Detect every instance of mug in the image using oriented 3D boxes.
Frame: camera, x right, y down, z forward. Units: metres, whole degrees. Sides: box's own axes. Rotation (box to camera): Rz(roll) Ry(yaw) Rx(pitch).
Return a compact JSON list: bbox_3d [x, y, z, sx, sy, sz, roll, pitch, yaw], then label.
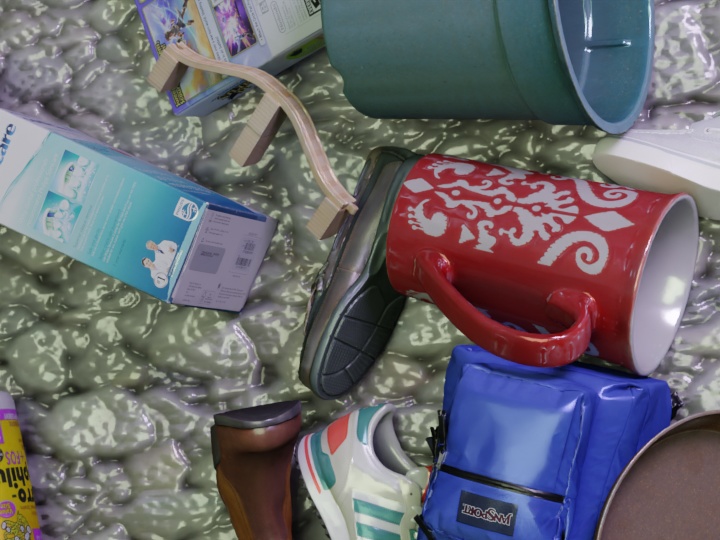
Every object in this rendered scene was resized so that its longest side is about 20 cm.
[{"bbox_3d":[0.121,-0.012,1.662,0.199,0.177,0.134,15,99,24],"label":"mug"}]

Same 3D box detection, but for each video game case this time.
[{"bbox_3d":[-0.100,-0.247,1.794,0.181,0.045,0.201,-26,78,32],"label":"video game case"}]

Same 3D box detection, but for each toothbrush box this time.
[{"bbox_3d":[-0.186,-0.045,1.783,0.199,0.146,0.086,23,94,20],"label":"toothbrush box"}]

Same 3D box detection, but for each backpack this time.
[{"bbox_3d":[0.115,0.163,1.655,0.162,0.168,0.201,13,94,29],"label":"backpack"}]

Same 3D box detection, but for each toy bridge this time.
[{"bbox_3d":[-0.074,-0.109,1.751,0.200,0.027,0.067,42,118,16],"label":"toy bridge"}]

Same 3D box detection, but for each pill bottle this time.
[{"bbox_3d":[-0.307,0.202,1.832,0.104,0.104,0.201,-15,83,18],"label":"pill bottle"}]

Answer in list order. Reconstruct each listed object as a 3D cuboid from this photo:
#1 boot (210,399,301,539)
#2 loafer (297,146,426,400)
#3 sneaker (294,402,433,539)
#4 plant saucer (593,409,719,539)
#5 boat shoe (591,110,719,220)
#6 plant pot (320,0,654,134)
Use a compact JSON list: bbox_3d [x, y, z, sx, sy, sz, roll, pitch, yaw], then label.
[{"bbox_3d":[-0.068,0.202,1.712,0.068,0.188,0.201,-8,80,-19],"label":"boot"},{"bbox_3d":[0.000,0.000,1.764,0.063,0.072,0.201,25,88,39],"label":"loafer"},{"bbox_3d":[0.031,0.192,1.730,0.093,0.070,0.200,-33,74,21],"label":"sneaker"},{"bbox_3d":[0.235,0.194,1.619,0.034,0.200,0.201,12,91,58],"label":"plant saucer"},{"bbox_3d":[0.269,-0.080,1.669,0.199,0.072,0.069,11,69,26],"label":"boat shoe"},{"bbox_3d":[0.089,-0.192,1.680,0.195,0.200,0.201,-3,86,28],"label":"plant pot"}]
